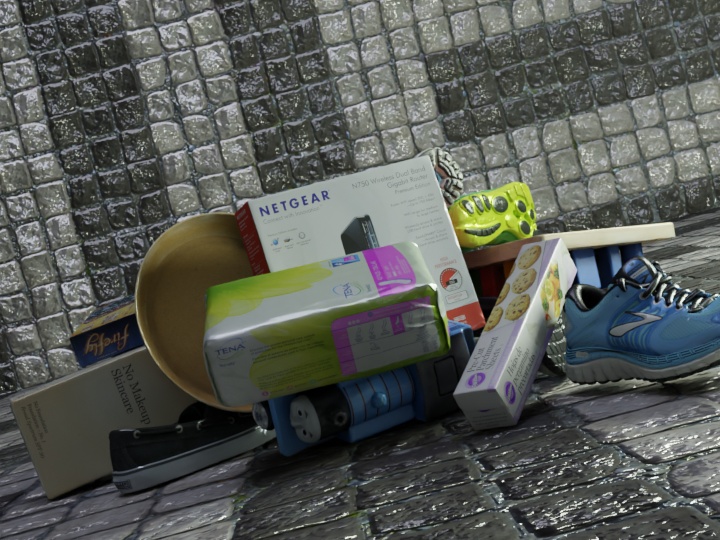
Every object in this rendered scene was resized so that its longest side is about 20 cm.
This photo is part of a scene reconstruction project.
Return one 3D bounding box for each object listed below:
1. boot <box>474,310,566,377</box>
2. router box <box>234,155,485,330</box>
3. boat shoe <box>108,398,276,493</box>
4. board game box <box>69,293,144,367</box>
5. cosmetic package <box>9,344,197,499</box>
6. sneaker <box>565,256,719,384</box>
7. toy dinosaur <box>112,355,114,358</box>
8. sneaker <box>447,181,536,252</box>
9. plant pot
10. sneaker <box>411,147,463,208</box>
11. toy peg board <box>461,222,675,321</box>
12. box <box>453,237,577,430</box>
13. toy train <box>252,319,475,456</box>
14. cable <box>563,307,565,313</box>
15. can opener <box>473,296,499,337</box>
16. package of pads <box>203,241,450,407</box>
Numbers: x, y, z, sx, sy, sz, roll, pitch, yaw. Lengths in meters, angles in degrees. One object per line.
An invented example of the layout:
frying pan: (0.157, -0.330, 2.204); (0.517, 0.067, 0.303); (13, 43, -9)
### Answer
boot: (0.129, 0.082, 1.118); (0.131, 0.070, 0.200); (-21, -7, 13)
router box: (0.000, 0.000, 1.157); (0.199, 0.180, 0.049); (-17, -5, -24)
boat shoe: (-0.146, 0.149, 1.116); (0.068, 0.057, 0.200); (-13, 2, 43)
board game box: (-0.229, 0.047, 1.284); (0.135, 0.035, 0.200); (-21, 8, -2)
cosmetic package: (-0.232, 0.136, 1.184); (0.199, 0.104, 0.073); (-23, 3, -17)
sneaker: (0.223, 0.034, 0.913); (0.078, 0.090, 0.200); (-15, 1, -38)
toy dinosaur: (-0.208, 0.131, 1.343); (0.200, 0.136, 0.102); (-40, -5, 16)
sneaker: (0.134, -0.058, 1.338); (0.083, 0.074, 0.200); (-6, -1, 36)
plant pot: (-0.123, 0.042, 1.148); (0.199, 0.201, 0.027); (-16, -13, -34)
sneaker: (0.025, -0.041, 1.254); (0.200, 0.078, 0.090); (-43, 7, -24)
toy peg board: (0.216, 0.016, 1.336); (0.199, 0.098, 0.199); (-7, -4, -33)
box: (0.130, 0.047, 0.978); (0.041, 0.039, 0.200); (-14, 29, 36)
toy train: (0.007, 0.099, 1.049); (0.199, 0.087, 0.114); (-17, 11, -26)
cable: (0.181, 0.076, 1.272); (0.199, 0.051, 0.097); (-25, -4, 22)
can opener: (0.103, 0.049, 1.287); (0.199, 0.064, 0.078); (13, -11, 45)
package of pads: (-0.032, 0.042, 1.010); (0.199, 0.069, 0.155); (-14, 17, -1)
